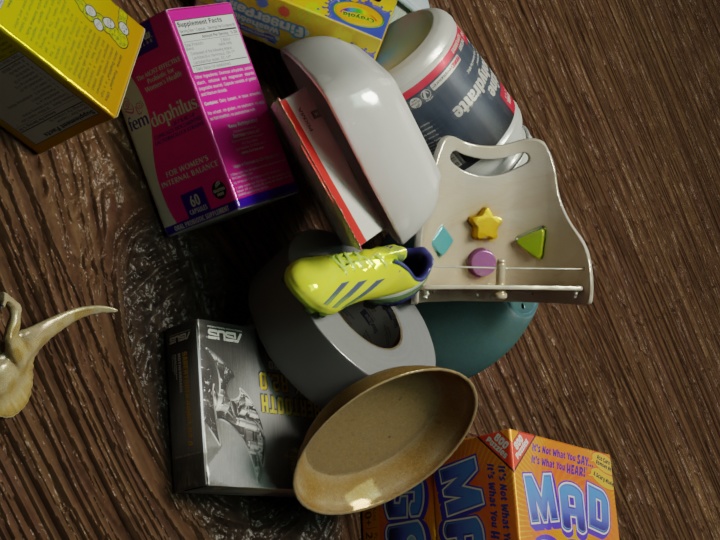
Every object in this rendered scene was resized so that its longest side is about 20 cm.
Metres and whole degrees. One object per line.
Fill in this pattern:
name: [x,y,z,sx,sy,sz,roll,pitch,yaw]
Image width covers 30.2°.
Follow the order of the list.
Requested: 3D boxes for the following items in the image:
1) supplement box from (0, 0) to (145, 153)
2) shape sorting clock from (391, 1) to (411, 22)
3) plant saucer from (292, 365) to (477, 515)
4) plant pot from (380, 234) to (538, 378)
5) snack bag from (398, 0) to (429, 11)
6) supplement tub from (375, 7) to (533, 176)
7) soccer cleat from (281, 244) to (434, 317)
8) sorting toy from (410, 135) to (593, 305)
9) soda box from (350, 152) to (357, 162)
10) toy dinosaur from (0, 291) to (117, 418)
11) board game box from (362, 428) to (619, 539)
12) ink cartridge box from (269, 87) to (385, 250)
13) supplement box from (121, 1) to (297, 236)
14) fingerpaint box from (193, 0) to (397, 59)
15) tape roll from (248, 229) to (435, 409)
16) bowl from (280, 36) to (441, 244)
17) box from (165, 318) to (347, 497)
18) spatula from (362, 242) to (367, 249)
supplement box: [-0.300,-0.209,1.135,0.200,0.109,0.110,39,48,-37]
shape sorting clock: [0.018,-0.304,1.644,0.200,0.039,0.200,36,39,-36]
plant saucer: [0.018,0.155,1.281,0.200,0.200,0.035,20,28,-47]
plant pot: [0.130,0.026,1.572,0.200,0.135,0.200,24,58,-45]
snack bag: [0.021,-0.420,1.687,0.189,0.021,0.200,28,44,-45]
supplement tub: [0.092,-0.180,1.496,0.200,0.140,0.140,48,43,-28]
soccer cleat: [0.000,-0.001,1.281,0.200,0.084,0.065,-1,54,-57]
sorting toy: [0.140,-0.054,1.435,0.200,0.107,0.180,1,91,-14]
soda box: [0.018,-0.163,1.565,0.200,0.063,0.068,-18,90,-54]
toy dinosaur: [-0.291,0.068,1.093,0.200,0.058,0.101,-56,135,-38]
board game box: [0.140,0.296,1.419,0.200,0.200,0.200,20,61,-46]
ink cartridge box: [-0.029,-0.100,1.286,0.161,0.050,0.200,60,-6,-5]
supplement box: [-0.157,-0.148,1.301,0.103,0.101,0.200,-21,92,-54]
fingerpaint box: [-0.058,-0.313,1.438,0.200,0.073,0.167,22,51,-3]
tape roll: [-0.017,0.056,1.348,0.200,0.066,0.200,35,29,-23]
bowl: [0.007,-0.145,1.349,0.200,0.075,0.200,60,-4,-30]
box: [-0.099,0.139,1.301,0.200,0.048,0.159,15,64,-49]
spatula: [0.007,-0.025,1.527,0.057,0.021,0.200,61,34,-58]
